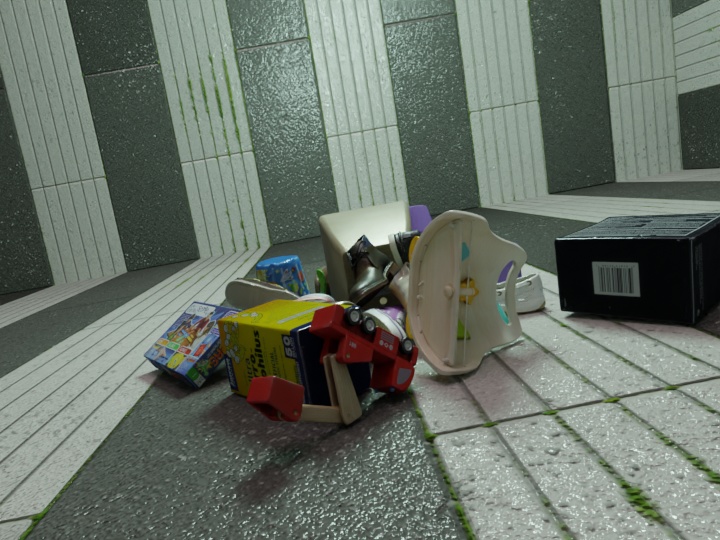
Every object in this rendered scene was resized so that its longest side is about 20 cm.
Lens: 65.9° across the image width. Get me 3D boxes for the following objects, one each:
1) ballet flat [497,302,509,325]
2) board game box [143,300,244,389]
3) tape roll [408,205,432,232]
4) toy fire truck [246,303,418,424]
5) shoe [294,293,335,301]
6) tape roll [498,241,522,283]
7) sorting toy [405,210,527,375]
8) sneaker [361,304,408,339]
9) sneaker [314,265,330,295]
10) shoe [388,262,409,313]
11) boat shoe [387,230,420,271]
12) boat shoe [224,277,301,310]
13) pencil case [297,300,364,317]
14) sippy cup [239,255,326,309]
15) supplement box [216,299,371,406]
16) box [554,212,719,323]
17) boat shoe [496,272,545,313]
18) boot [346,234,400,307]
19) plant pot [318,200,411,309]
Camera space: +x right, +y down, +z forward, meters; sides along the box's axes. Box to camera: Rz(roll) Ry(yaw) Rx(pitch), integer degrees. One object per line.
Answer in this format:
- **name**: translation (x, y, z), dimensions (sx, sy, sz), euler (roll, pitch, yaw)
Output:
- **ballet flat**: translation (0.169, 0.053, 0.891), dimensions (0.067, 0.068, 0.201), euler (-11, 44, -23)
- **board game box**: translation (-0.277, 0.118, 0.938), dimensions (0.198, 0.035, 0.136), euler (3, 47, 52)
- **tape roll**: translation (0.079, -0.080, 1.317), dimensions (0.196, 0.067, 0.200), euler (-20, -10, -4)
- **toy fire truck**: translation (-0.021, 0.120, 0.635), dimensions (0.198, 0.144, 0.048), euler (31, -30, -31)
- **shoe**: translation (-0.133, 0.092, 0.988), dimensions (0.196, 0.073, 0.091), euler (-17, -3, -8)
- **tape roll**: translation (0.229, 0.001, 1.140), dimensions (0.195, 0.087, 0.200), euler (-9, 10, 2)
- **sorting toy**: translation (0.161, 0.030, 0.767), dimensions (0.176, 0.205, 0.106), euler (3, 1, -28)
- **sneaker**: translation (0.058, 0.085, 0.866), dimensions (0.112, 0.075, 0.200), euler (-9, 9, -15)
- **sneaker**: translation (-0.045, 0.015, 1.394), dimensions (0.074, 0.072, 0.199), euler (-4, 11, 26)
- **shoe**: translation (0.103, 0.050, 0.866), dimensions (0.069, 0.054, 0.200), euler (22, 16, -33)
- **boat shoe**: translation (0.113, -0.002, 0.996), dimensions (0.065, 0.201, 0.075), euler (-21, 39, 13)
- **boat shoe**: translation (-0.165, 0.063, 1.084), dimensions (0.196, 0.073, 0.059), euler (18, 13, 10)
- **pencil case**: translation (-0.070, 0.093, 0.879), dimensions (0.077, 0.091, 0.198), euler (-27, 12, -32)
- **sippy cup**: translation (-0.167, 0.040, 1.185), dimensions (0.137, 0.134, 0.177), euler (-5, 11, 28)
- **supplement box**: translation (-0.093, 0.110, 0.752), dimensions (0.108, 0.112, 0.198), euler (-17, 11, -41)
- **box**: translation (0.440, -0.011, 0.854), dimensions (0.196, 0.126, 0.198), euler (-19, 14, -39)
- **boat shoe**: translation (0.214, 0.041, 0.955), dimensions (0.195, 0.071, 0.071), euler (-10, 11, 4)
- **boot**: translation (0.000, 0.000, 0.941), dimensions (0.075, 0.097, 0.200), euler (-42, -2, 20)
- **plant pot**: translation (0.028, -0.011, 1.131), dimensions (0.195, 0.205, 0.177), euler (-10, 19, -4)
